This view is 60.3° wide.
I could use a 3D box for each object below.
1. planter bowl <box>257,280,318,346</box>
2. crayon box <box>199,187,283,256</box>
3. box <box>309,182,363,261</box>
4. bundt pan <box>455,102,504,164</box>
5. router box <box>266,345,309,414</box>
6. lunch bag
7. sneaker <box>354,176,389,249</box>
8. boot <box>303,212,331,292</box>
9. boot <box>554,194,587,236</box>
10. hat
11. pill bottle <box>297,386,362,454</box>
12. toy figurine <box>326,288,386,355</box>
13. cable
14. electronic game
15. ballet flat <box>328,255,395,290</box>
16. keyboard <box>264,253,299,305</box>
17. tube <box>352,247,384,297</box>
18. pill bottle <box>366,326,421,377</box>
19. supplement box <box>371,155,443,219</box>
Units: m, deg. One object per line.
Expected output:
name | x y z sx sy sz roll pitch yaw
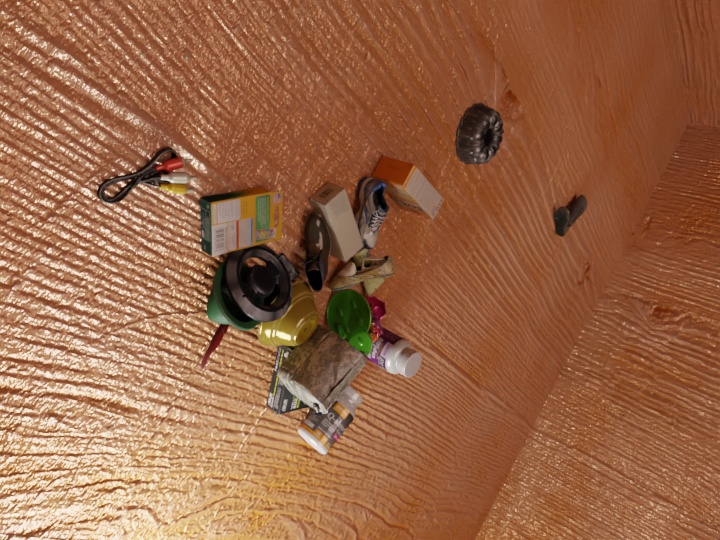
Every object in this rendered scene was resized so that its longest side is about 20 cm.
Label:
planter bowl | -0.167 0.133 1.613 0.200 0.083 0.201 -45 155 -27
crayon box | -0.274 -0.118 1.438 0.199 0.051 0.127 -17 121 -42
box | -0.061 -0.127 1.660 0.082 0.068 0.201 -41 135 -26
bundt pan | 0.399 -0.439 2.021 0.201 0.075 0.204 -24 124 -40
router box | -0.175 0.293 1.747 0.149 0.062 0.202 -3 111 -46
lunch bag | -0.096 0.267 1.635 0.200 0.167 0.140 -46 130 -23
sneaker | 0.034 -0.156 1.718 0.077 0.085 0.203 -9 104 -45
boot | -0.111 -0.043 1.610 0.074 0.097 0.202 -4 120 -1
boot | 0.929 -0.264 2.713 0.200 0.072 0.183 -41 149 -19
hat | -0.349 0.093 1.484 0.166 0.175 0.201 46 36 -34
pill bottle | -0.088 0.443 1.878 0.200 0.116 0.117 -49 138 -19
toy figurine | 0.020 0.147 1.827 0.149 0.202 0.183 -30 167 28
cable | -0.422 -0.188 1.234 0.199 0.050 0.098 -21 120 -42
electronic game | -0.241 0.026 1.482 0.199 0.041 0.202 27 51 -39
ballet flat | 0.000 0.000 1.756 0.198 0.071 0.071 -14 125 -6
keyboard | -0.242 0.056 1.586 0.200 0.039 0.104 -47 114 -21
tube | 0.018 -0.005 1.833 0.201 0.057 0.052 65 17 -46
pill bottle | 0.089 0.250 1.916 0.112 0.199 0.113 -24 125 -39
supplement box | 0.137 -0.236 1.785 0.200 0.125 0.074 37 79 -49
